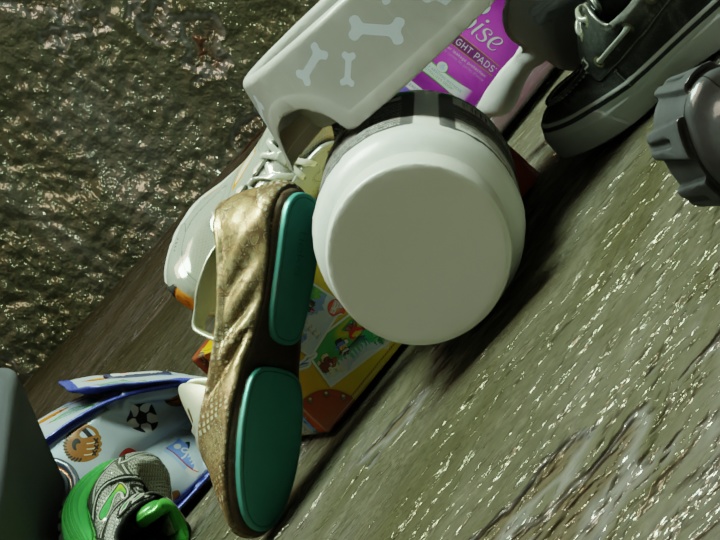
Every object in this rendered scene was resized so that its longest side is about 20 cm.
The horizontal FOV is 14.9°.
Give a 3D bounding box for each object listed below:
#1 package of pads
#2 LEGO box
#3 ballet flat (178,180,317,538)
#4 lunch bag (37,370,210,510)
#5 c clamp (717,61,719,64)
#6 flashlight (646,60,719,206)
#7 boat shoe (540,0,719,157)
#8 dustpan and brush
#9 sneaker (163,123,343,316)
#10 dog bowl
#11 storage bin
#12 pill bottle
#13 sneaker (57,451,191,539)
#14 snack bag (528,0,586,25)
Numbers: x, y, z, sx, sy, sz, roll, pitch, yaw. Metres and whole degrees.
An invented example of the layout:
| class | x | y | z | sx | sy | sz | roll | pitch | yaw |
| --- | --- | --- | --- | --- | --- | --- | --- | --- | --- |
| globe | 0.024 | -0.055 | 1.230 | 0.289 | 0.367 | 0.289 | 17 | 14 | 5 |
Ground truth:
| class | x | y | z | sx | sy | sz | roll | pitch | yaw |
| --- | --- | --- | --- | --- | --- | --- | --- | --- | --- |
| package of pads | 0.043 | -0.121 | 1.871 | 0.200 | 0.120 | 0.076 | -51 | 2 | -16 |
| LEGO box | 0.000 | 0.000 | 1.661 | 0.200 | 0.077 | 0.149 | -50 | 7 | -12 |
| ballet flat | -0.066 | 0.049 | 1.540 | 0.065 | 0.070 | 0.201 | 1 | 75 | 32 |
| lunch bag | -0.180 | 0.137 | 1.893 | 0.200 | 0.124 | 0.170 | -36 | 5 | -9 |
| c clamp | 0.255 | -0.164 | 1.210 | 0.171 | 0.027 | 0.200 | -46 | 4 | -23 |
| flashlight | 0.162 | -0.062 | 1.013 | 0.200 | 0.068 | 0.068 | 173 | 104 | -73 |
| boat shoe | 0.150 | -0.134 | 1.479 | 0.200 | 0.071 | 0.072 | -42 | 10 | 46 |
| dustpan and brush | 0.123 | -0.148 | 1.650 | 0.139 | 0.057 | 0.200 | -9 | -42 | -42 |
| sneaker | -0.053 | -0.059 | 1.740 | 0.200 | 0.076 | 0.092 | -50 | -12 | -27 |
| dog bowl | 0.016 | -0.144 | 1.549 | 0.200 | 0.059 | 0.200 | -43 | 7 | 7 |
| storage bin | -0.251 | 0.161 | 1.684 | 0.200 | 0.145 | 0.135 | -89 | -8 | -45 |
| pill bottle | 0.031 | -0.029 | 1.480 | 0.113 | 0.113 | 0.200 | -48 | 6 | 10 |
| sneaker | -0.132 | 0.165 | 1.668 | 0.085 | 0.078 | 0.200 | -40 | 18 | 16 |
| snack bag | 0.195 | -0.206 | 1.500 | 0.188 | 0.021 | 0.200 | -28 | -5 | -18 |
